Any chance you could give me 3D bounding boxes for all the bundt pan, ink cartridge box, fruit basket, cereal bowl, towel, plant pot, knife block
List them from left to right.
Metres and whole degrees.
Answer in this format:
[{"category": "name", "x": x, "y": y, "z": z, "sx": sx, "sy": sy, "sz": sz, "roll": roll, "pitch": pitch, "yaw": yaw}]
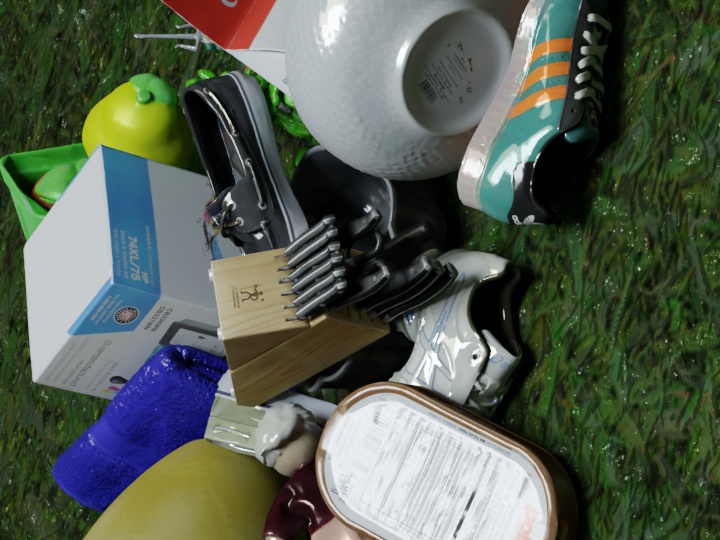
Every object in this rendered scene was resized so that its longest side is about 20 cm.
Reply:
[{"category": "fruit basket", "x": -0.203, "y": -0.094, "z": 1.954, "sx": 0.156, "sy": 0.214, "sz": 0.217, "roll": 47, "pitch": 119, "yaw": 53}, {"category": "ink cartridge box", "x": -0.155, "y": 0.017, "z": 1.853, "sx": 0.147, "sy": 0.199, "sz": 0.147, "roll": -48, "pitch": 39, "yaw": 39}, {"category": "towel", "x": -0.149, "y": 0.147, "z": 1.850, "sx": 0.200, "sy": 0.147, "sz": 0.050, "roll": -47, "pitch": 33, "yaw": 38}, {"category": "plant pot", "x": -0.119, "y": 0.219, "z": 1.767, "sx": 0.200, "sy": 0.199, "sz": 0.143, "roll": -36, "pitch": 26, "yaw": 47}, {"category": "ink cartridge box", "x": -0.040, "y": -0.204, "z": 1.703, "sx": 0.050, "sy": 0.200, "sz": 0.163, "roll": -44, "pitch": 14, "yaw": 39}, {"category": "knife block", "x": -0.018, "y": 0.026, "z": 1.629, "sx": 0.200, "sy": 0.174, "sz": 0.064, "roll": 87, "pitch": 174, "yaw": -66}, {"category": "bundt pan", "x": 0.000, "y": 0.000, "z": 1.730, "sx": 0.201, "sy": 0.075, "sz": 0.204, "roll": -28, "pitch": 55, "yaw": 51}, {"category": "cereal bowl", "x": 0.050, "y": -0.153, "z": 1.590, "sx": 0.083, "sy": 0.199, "sz": 0.201, "roll": 39, "pitch": 112, "yaw": 52}]

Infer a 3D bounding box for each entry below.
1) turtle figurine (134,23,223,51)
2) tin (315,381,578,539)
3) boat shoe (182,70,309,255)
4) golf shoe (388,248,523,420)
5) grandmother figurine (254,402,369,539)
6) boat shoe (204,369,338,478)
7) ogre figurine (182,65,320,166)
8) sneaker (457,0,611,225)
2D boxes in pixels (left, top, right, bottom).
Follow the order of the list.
[{"category": "turtle figurine", "x": -0.127, "y": -0.245, "z": 1.904, "sx": 0.101, "sy": 0.199, "sz": 0.150, "roll": -62, "pitch": 34, "yaw": 23}, {"category": "tin", "x": 0.056, "y": 0.151, "z": 1.540, "sx": 0.199, "sy": 0.042, "sz": 0.113, "roll": 25, "pitch": 96, "yaw": 30}, {"category": "boat shoe", "x": -0.091, "y": -0.057, "z": 1.721, "sx": 0.070, "sy": 0.066, "sz": 0.202, "roll": -27, "pitch": 74, "yaw": 55}, {"category": "golf shoe", "x": 0.070, "y": 0.081, "z": 1.596, "sx": 0.097, "sy": 0.078, "sz": 0.202, "roll": -7, "pitch": 76, "yaw": 47}, {"category": "grandmother figurine", "x": -0.017, "y": 0.182, "z": 1.616, "sx": 0.201, "sy": 0.121, "sz": 0.061, "roll": 57, "pitch": 154, "yaw": 21}, {"category": "boat shoe", "x": -0.034, "y": 0.132, "z": 1.706, "sx": 0.199, "sy": 0.072, "sz": 0.062, "roll": 17, "pitch": 81, "yaw": 38}, {"category": "ogre figurine", "x": -0.052, "y": -0.135, "z": 1.822, "sx": 0.200, "sy": 0.119, "sz": 0.099, "roll": -28, "pitch": 60, "yaw": 53}, {"category": "sneaker", "x": 0.143, "y": -0.124, "z": 1.563, "sx": 0.080, "sy": 0.071, "sz": 0.201, "roll": 24, "pitch": 91, "yaw": 31}]
